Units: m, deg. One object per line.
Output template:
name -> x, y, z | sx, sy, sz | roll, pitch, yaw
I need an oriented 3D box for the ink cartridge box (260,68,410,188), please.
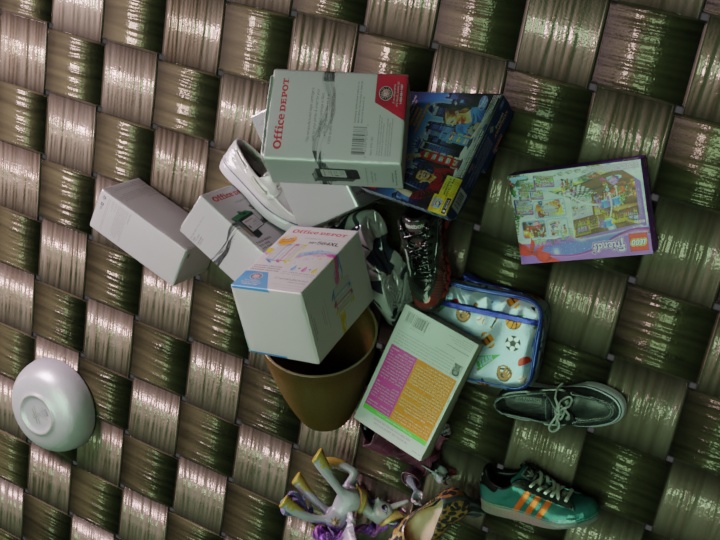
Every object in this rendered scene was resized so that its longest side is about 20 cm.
ink cartridge box -> -0.033, -0.203, 1.503 | 0.199, 0.083, 0.146 | 4, 71, 6

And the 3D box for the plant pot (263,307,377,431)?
plant pot -> -0.061, 0.165, 1.695 | 0.186, 0.187, 0.201 | 19, 138, 22

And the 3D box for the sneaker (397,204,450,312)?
sneaker -> 0.094, -0.039, 1.587 | 0.071, 0.098, 0.202 | -1, 82, 27

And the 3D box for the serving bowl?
serving bowl -> -0.635, 0.281, 2.121 | 0.199, 0.066, 0.201 | 8, 108, 25

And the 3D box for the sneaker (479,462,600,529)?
sneaker -> 0.279, 0.352, 1.655 | 0.199, 0.071, 0.080 | 2, 110, 29

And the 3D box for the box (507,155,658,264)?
box -> 0.321, -0.086, 1.519 | 0.199, 0.039, 0.138 | -4, 102, 29

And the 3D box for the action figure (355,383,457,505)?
action figure -> 0.076, 0.294, 1.728 | 0.200, 0.134, 0.149 | 45, 165, -20

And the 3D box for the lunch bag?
lunch bag -> 0.188, 0.092, 1.618 | 0.199, 0.075, 0.161 | 12, 101, 23

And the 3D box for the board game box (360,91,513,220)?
board game box -> 0.093, -0.186, 1.556 | 0.199, 0.062, 0.201 | 21, 80, 30

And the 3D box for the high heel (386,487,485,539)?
high heel -> 0.096, 0.411, 1.709 | 0.199, 0.142, 0.072 | -30, 61, 15

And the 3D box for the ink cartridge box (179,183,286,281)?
ink cartridge box -> -0.176, -0.048, 1.732 | 0.200, 0.146, 0.084 | 42, 119, 10

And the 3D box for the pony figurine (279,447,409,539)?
pony figurine -> -0.037, 0.427, 1.802 | 0.200, 0.167, 0.193 | 36, 93, -5

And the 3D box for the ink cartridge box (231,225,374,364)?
ink cartridge box -> -0.077, 0.025, 1.575 | 0.128, 0.200, 0.126 | 6, 126, 29

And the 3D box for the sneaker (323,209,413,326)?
sneaker -> 0.000, 0.000, 1.697 | 0.129, 0.079, 0.200 | -4, 122, 44

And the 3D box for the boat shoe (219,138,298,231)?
boat shoe -> -0.148, -0.142, 1.737 | 0.200, 0.072, 0.066 | 45, 125, 19

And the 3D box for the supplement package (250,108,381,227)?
supplement package -> -0.062, -0.180, 1.648 | 0.117, 0.117, 0.201 | -22, 94, 30

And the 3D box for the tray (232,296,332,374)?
tray -> -0.120, 0.074, 1.804 | 0.200, 0.037, 0.099 | 42, 120, 12

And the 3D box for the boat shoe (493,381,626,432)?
boat shoe -> 0.302, 0.206, 1.600 | 0.198, 0.068, 0.074 | 9, 109, 26

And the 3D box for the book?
book -> 0.086, 0.169, 1.604 | 0.133, 0.048, 0.201 | 29, 102, 20

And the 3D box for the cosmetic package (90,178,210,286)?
cosmetic package -> -0.362, -0.071, 1.847 | 0.200, 0.108, 0.085 | 36, 118, 16
